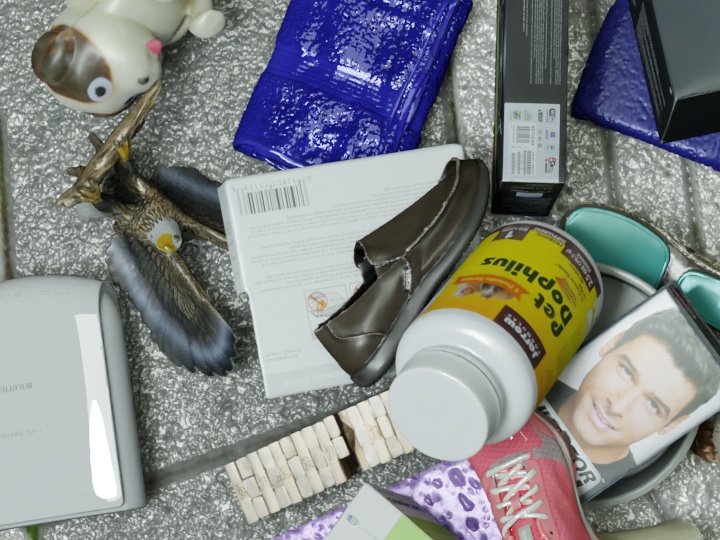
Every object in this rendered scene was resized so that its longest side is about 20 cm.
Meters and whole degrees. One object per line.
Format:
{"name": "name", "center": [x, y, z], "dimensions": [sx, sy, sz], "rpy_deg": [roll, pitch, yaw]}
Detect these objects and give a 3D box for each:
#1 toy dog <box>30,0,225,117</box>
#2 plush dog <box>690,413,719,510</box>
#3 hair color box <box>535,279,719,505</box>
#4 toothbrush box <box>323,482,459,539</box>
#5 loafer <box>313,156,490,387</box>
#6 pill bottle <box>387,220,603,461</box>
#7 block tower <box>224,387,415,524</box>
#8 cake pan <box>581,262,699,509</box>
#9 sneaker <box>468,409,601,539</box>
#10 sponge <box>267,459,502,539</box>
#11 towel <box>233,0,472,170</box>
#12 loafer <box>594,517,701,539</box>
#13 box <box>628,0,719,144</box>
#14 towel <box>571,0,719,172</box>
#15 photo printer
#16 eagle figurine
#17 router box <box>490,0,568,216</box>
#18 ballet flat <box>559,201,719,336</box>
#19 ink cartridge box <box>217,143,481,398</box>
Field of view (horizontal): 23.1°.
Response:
{"name": "toy dog", "center": [-0.207, -0.228, 1.443], "dimensions": [0.193, 0.140, 0.201], "rpy_deg": [1, 73, 16]}
{"name": "plush dog", "center": [0.366, 0.117, 1.406], "dimensions": [0.171, 0.160, 0.201], "rpy_deg": [-32, 119, -16]}
{"name": "hair color box", "center": [0.189, 0.107, 1.366], "dimensions": [0.200, 0.061, 0.099], "rpy_deg": [-38, 84, 18]}
{"name": "toothbrush box", "center": [0.047, 0.281, 1.332], "dimensions": [0.200, 0.086, 0.146], "rpy_deg": [37, 94, 28]}
{"name": "loafer", "center": [0.032, -0.010, 1.347], "dimensions": [0.071, 0.073, 0.201], "rpy_deg": [33, 76, -7]}
{"name": "pill bottle", "center": [0.097, 0.052, 1.293], "dimensions": [0.109, 0.109, 0.200], "rpy_deg": [36, 41, 5]}
{"name": "block tower", "center": [-0.007, 0.138, 1.422], "dimensions": [0.199, 0.058, 0.054], "rpy_deg": [-25, 86, 8]}
{"name": "cake pan", "center": [0.178, 0.090, 1.419], "dimensions": [0.199, 0.037, 0.202], "rpy_deg": [2, 97, 18]}
{"name": "sneaker", "center": [0.133, 0.182, 1.316], "dimensions": [0.074, 0.087, 0.201], "rpy_deg": [-30, 86, 20]}
{"name": "sponge", "center": [0.033, 0.231, 1.423], "dimensions": [0.199, 0.030, 0.112], "rpy_deg": [-25, 81, 9]}
{"name": "towel", "center": [-0.006, -0.166, 1.474], "dimensions": [0.147, 0.050, 0.201], "rpy_deg": [22, 84, 3]}
{"name": "loafer", "center": [0.238, 0.229, 1.416], "dimensions": [0.199, 0.076, 0.069], "rpy_deg": [17, 82, -6]}
{"name": "box", "center": [0.257, -0.218, 1.394], "dimensions": [0.078, 0.141, 0.201], "rpy_deg": [-12, 80, 6]}
{"name": "towel", "center": [0.278, -0.195, 1.484], "dimensions": [0.147, 0.050, 0.201], "rpy_deg": [22, 84, 11]}
{"name": "photo printer", "center": [-0.265, 0.106, 1.433], "dimensions": [0.165, 0.069, 0.201], "rpy_deg": [-9, 82, 11]}
{"name": "eagle figurine", "center": [-0.150, -0.028, 1.445], "dimensions": [0.200, 0.151, 0.151], "rpy_deg": [40, 129, -23]}
{"name": "router box", "center": [0.136, -0.154, 1.423], "dimensions": [0.052, 0.157, 0.201], "rpy_deg": [2, 83, 1]}
{"name": "ballet flat", "center": [0.255, 0.005, 1.442], "dimensions": [0.199, 0.075, 0.068], "rpy_deg": [27, 100, 11]}
{"name": "ink cartridge box", "center": [0.000, 0.000, 1.399], "dimensions": [0.199, 0.044, 0.175], "rpy_deg": [-9, 85, -14]}
